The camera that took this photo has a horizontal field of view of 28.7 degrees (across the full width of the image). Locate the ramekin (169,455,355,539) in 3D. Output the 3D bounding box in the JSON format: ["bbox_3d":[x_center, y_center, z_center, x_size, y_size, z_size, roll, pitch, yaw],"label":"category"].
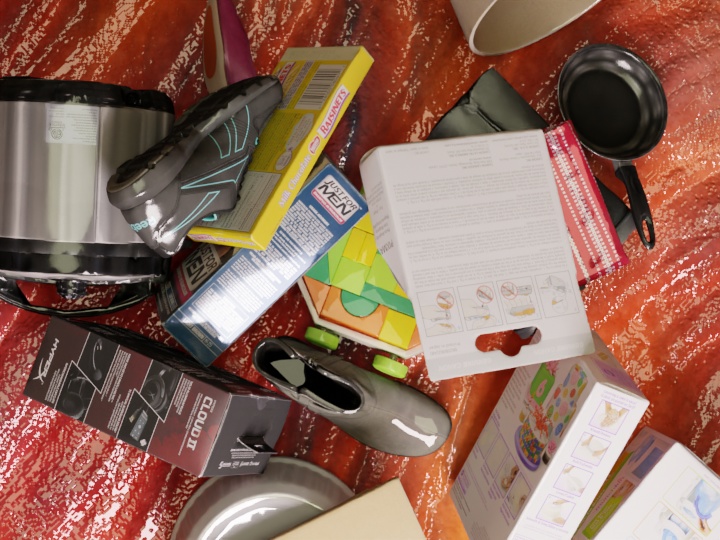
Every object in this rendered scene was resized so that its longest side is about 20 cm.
[{"bbox_3d":[-0.078,0.273,1.269,0.200,0.094,0.205,0,89,-2],"label":"ramekin"}]

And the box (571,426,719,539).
[{"bbox_3d":[0.245,0.255,1.276,0.101,0.112,0.200,41,88,-3],"label":"box"}]

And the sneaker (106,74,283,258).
[{"bbox_3d":[-0.128,-0.091,1.174,0.200,0.075,0.080,-46,116,-34],"label":"sneaker"}]

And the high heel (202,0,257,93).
[{"bbox_3d":[-0.088,-0.162,1.300,0.095,0.067,0.203,-10,91,-22],"label":"high heel"}]

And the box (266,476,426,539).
[{"bbox_3d":[-0.022,0.295,1.214,0.198,0.021,0.165,-25,91,-4],"label":"box"}]

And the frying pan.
[{"bbox_3d":[0.252,-0.122,1.306,0.114,0.031,0.191,-30,87,-23],"label":"frying pan"}]

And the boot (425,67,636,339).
[{"bbox_3d":[0.136,-0.062,1.295,0.200,0.066,0.165,45,77,-6],"label":"boot"}]

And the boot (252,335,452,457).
[{"bbox_3d":[-0.007,0.118,1.256,0.198,0.131,0.068,25,88,-3],"label":"boot"}]

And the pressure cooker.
[{"bbox_3d":[-0.250,-0.060,1.218,0.174,0.178,0.203,3,92,30],"label":"pressure cooker"}]

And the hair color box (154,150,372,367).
[{"bbox_3d":[-0.089,-0.018,1.232,0.200,0.100,0.061,-43,112,2],"label":"hair color box"}]

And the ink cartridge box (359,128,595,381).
[{"bbox_3d":[0.098,-0.014,1.185,0.161,0.057,0.202,-8,81,-21],"label":"ink cartridge box"}]

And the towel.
[{"bbox_3d":[0.124,-0.034,1.257,0.198,0.022,0.146,-22,87,-1],"label":"towel"}]

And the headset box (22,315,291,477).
[{"bbox_3d":[-0.163,0.113,1.210,0.198,0.149,0.078,23,90,17],"label":"headset box"}]

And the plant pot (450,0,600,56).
[{"bbox_3d":[0.130,-0.330,1.259,0.186,0.187,0.201,-28,77,-3],"label":"plant pot"}]

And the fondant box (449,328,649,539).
[{"bbox_3d":[0.159,0.157,1.228,0.058,0.145,0.202,20,107,-17],"label":"fondant box"}]

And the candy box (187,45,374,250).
[{"bbox_3d":[-0.072,-0.109,1.210,0.026,0.102,0.201,43,67,-35],"label":"candy box"}]

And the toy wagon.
[{"bbox_3d":[0.000,0.000,1.292,0.198,0.040,0.157,21,80,3],"label":"toy wagon"}]
